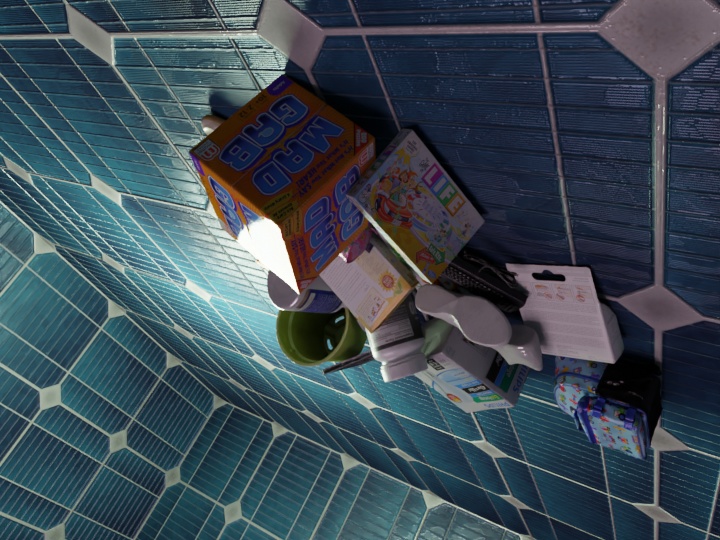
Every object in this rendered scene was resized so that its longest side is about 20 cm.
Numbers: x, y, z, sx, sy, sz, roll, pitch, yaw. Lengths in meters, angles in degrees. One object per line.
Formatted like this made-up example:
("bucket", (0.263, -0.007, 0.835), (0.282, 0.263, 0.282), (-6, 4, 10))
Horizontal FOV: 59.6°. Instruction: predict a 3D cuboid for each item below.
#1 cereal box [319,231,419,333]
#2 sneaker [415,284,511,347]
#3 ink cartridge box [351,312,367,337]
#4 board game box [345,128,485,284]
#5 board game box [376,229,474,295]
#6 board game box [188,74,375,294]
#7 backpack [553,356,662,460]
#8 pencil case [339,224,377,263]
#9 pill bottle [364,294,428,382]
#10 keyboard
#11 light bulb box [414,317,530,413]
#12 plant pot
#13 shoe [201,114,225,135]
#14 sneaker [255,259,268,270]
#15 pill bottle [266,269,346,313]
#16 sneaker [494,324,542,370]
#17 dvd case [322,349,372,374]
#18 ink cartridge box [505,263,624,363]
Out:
("cereal box", (0.000, 0.000, 1.209), (0.200, 0.039, 0.144), (48, 125, 11))
("sneaker", (0.199, 0.081, 1.150), (0.198, 0.076, 0.088), (28, -178, 38))
("ink cartridge box", (0.043, 0.093, 1.445), (0.115, 0.068, 0.201), (13, 149, 34))
("board game box", (0.088, -0.095, 0.965), (0.200, 0.135, 0.034), (44, 174, -27))
("board game box", (0.127, -0.020, 1.179), (0.125, 0.035, 0.201), (6, 145, 41))
("board game box", (-0.109, -0.133, 0.992), (0.199, 0.200, 0.201), (37, 159, 21))
("backpack", (0.451, 0.242, 1.185), (0.198, 0.136, 0.184), (16, 151, 35))
("pencil case", (-0.064, -0.101, 1.146), (0.199, 0.087, 0.088), (40, 158, 15))
("pill bottle", (0.066, 0.117, 1.290), (0.114, 0.112, 0.204), (-33, 72, 63))
("keyboard", (0.201, 0.010, 1.097), (0.198, 0.021, 0.127), (28, 153, 0))
("light bulb box", (0.229, 0.197, 1.360), (0.199, 0.126, 0.198), (36, 155, -8))
("plant pot", (-0.078, 0.147, 1.543), (0.198, 0.204, 0.184), (16, 171, 29))
("shoe", (-0.226, -0.215, 1.195), (0.199, 0.054, 0.070), (40, 154, -19))
("sneaker", (-0.196, 0.002, 1.556), (0.111, 0.078, 0.202), (27, 144, 18))
("pill bottle", (-0.090, 0.029, 1.339), (0.118, 0.122, 0.198), (5, 177, 43))
("sneaker", (0.269, 0.136, 1.195), (0.089, 0.075, 0.200), (59, 168, -26))
("dvd case", (0.015, 0.214, 1.549), (0.147, 0.016, 0.199), (-26, 167, 24))
("ink cartridge box", (0.353, 0.063, 1.090), (0.159, 0.050, 0.203), (4, 125, 45))
